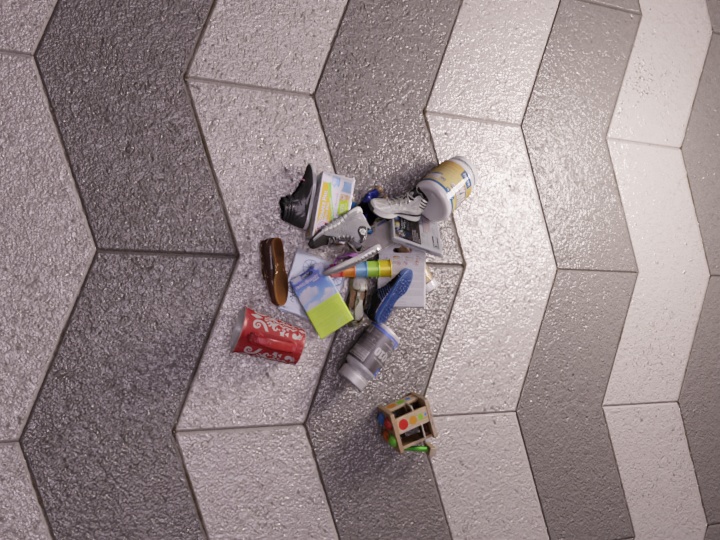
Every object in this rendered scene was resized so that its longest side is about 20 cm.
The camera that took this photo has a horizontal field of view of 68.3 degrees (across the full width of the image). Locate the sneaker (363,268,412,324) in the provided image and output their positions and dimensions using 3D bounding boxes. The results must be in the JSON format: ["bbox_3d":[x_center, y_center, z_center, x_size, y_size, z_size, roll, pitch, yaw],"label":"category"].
[{"bbox_3d":[0.085,0.069,1.666,0.202,0.077,0.070,-54,139,-12],"label":"sneaker"}]

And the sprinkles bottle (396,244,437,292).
[{"bbox_3d":[0.179,-0.024,1.752,0.067,0.068,0.203,-32,99,-16],"label":"sprinkles bottle"}]

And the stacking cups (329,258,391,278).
[{"bbox_3d":[0.000,0.000,1.665,0.193,0.060,0.063,-4,91,-4],"label":"stacking cups"}]

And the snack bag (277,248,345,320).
[{"bbox_3d":[-0.147,0.059,1.665,0.184,0.021,0.206,20,82,-17],"label":"snack bag"}]

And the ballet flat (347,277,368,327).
[{"bbox_3d":[-0.006,0.080,1.689,0.069,0.070,0.207,11,86,-18],"label":"ballet flat"}]

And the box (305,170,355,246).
[{"bbox_3d":[-0.095,-0.187,1.643,0.109,0.101,0.207,10,86,-18],"label":"box"}]

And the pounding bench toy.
[{"bbox_3d":[0.152,0.524,1.705,0.152,0.124,0.206,-18,95,-18],"label":"pounding bench toy"}]

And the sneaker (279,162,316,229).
[{"bbox_3d":[-0.194,-0.235,1.625,0.096,0.070,0.207,9,90,-23],"label":"sneaker"}]

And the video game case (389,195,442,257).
[{"bbox_3d":[0.175,-0.145,1.714,0.177,0.024,0.204,17,45,-18],"label":"video game case"}]

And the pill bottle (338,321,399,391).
[{"bbox_3d":[0.026,0.268,1.672,0.113,0.113,0.202,41,78,-13],"label":"pill bottle"}]

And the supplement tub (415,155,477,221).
[{"bbox_3d":[0.281,-0.271,1.736,0.200,0.144,0.146,-43,102,-29],"label":"supplement tub"}]

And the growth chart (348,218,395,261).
[{"bbox_3d":[0.053,-0.110,1.697,0.196,0.018,0.146,-24,57,-15],"label":"growth chart"}]

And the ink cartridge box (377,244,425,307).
[{"bbox_3d":[0.133,0.016,1.720,0.157,0.050,0.207,1,85,7],"label":"ink cartridge box"}]

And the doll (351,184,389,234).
[{"bbox_3d":[0.014,-0.184,1.675,0.137,0.048,0.201,50,55,-19],"label":"doll"}]

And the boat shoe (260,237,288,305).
[{"bbox_3d":[-0.264,0.005,1.606,0.070,0.068,0.207,2,83,-62],"label":"boat shoe"}]

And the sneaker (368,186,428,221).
[{"bbox_3d":[0.124,-0.222,1.648,0.195,0.116,0.077,3,49,-29],"label":"sneaker"}]

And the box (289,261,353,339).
[{"bbox_3d":[-0.120,0.091,1.624,0.120,0.048,0.204,-30,95,-5],"label":"box"}]

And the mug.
[{"bbox_3d":[-0.268,0.212,1.550,0.195,0.179,0.136,20,113,-22],"label":"mug"}]

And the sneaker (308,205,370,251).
[{"bbox_3d":[-0.050,-0.094,1.555,0.198,0.075,0.117,-35,89,-17],"label":"sneaker"}]

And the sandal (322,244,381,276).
[{"bbox_3d":[-0.031,-0.039,1.603,0.198,0.083,0.051,-24,81,-18],"label":"sandal"}]
